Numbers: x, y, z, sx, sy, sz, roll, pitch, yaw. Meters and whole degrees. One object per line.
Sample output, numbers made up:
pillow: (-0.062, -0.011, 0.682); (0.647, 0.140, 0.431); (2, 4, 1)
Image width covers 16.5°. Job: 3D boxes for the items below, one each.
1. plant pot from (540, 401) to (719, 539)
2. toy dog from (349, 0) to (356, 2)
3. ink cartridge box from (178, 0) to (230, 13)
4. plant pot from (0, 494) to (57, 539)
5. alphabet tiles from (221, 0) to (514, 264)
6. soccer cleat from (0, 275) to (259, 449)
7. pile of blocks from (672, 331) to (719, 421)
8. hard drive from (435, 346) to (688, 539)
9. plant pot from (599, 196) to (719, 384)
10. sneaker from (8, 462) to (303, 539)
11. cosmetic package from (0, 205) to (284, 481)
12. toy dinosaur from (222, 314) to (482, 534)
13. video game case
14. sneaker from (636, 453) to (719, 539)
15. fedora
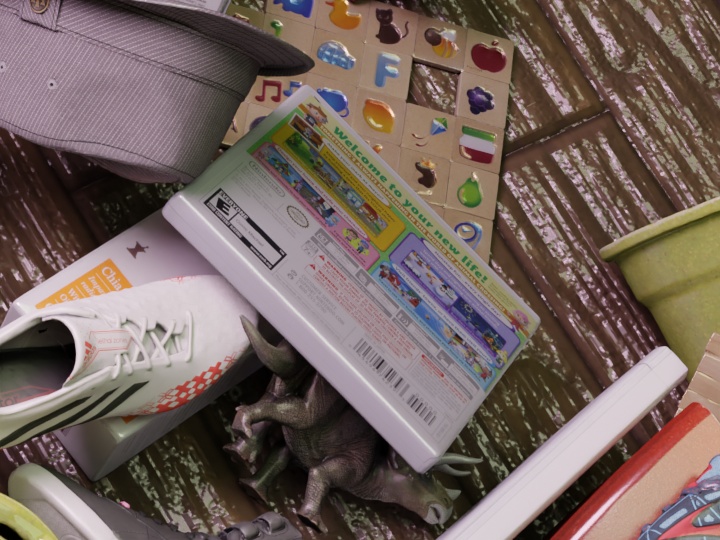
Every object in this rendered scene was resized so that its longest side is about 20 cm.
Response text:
plant pot: (0.152, 0.222, 1.354); (0.176, 0.200, 0.200); (-34, 80, -18)
toy dog: (0.044, -0.231, 1.587); (0.200, 0.096, 0.132); (-25, 75, -47)
ink cartridge box: (-0.171, -0.232, 1.504); (0.200, 0.044, 0.174); (20, 27, -14)
plant pot: (-0.212, 0.187, 1.209); (0.200, 0.184, 0.200); (6, 69, -15)
alphabet tiles: (-0.005, -0.099, 1.543); (0.200, 0.008, 0.167); (15, 62, -13)
soccer cleat: (-0.137, 0.044, 1.299); (0.200, 0.085, 0.069); (-18, 74, -25)
pile of blocks: (0.274, 0.080, 1.379); (0.200, 0.062, 0.082); (2, 85, 8)
hard drive: (0.089, 0.128, 1.398); (0.200, 0.132, 0.027); (-39, 85, -30)
plant pot: (0.269, 0.039, 1.488); (0.200, 0.200, 0.184); (-17, 84, -26)
sneaker: (-0.097, 0.156, 1.357); (0.200, 0.071, 0.099); (42, 55, -2)
cosmetic package: (-0.099, 0.020, 1.415); (0.200, 0.071, 0.101); (-35, 81, -30)
toy dinosaur: (-0.025, 0.078, 1.390); (0.102, 0.077, 0.200); (-48, 125, -22)
video game case: (0.000, 0.000, 1.390); (0.200, 0.022, 0.182); (45, 32, -1)
sneaker: (0.175, 0.144, 1.253); (0.200, 0.079, 0.096); (-6, 68, -11)
fedora: (-0.133, -0.100, 1.323); (0.200, 0.177, 0.090); (18, 88, 19)
